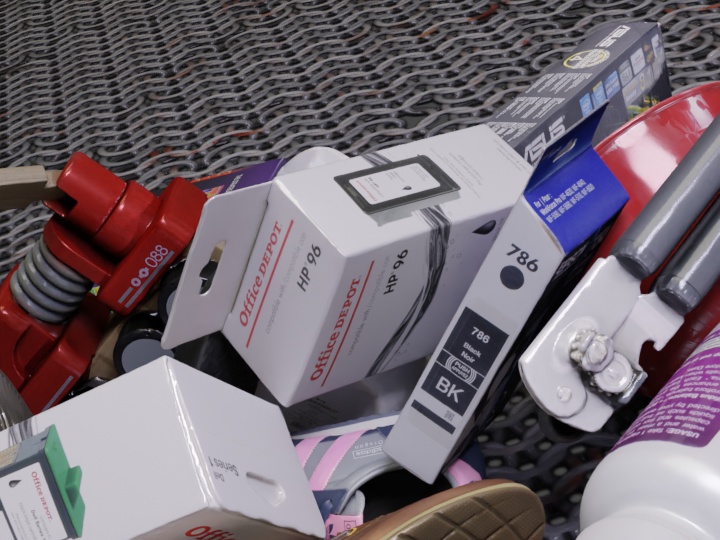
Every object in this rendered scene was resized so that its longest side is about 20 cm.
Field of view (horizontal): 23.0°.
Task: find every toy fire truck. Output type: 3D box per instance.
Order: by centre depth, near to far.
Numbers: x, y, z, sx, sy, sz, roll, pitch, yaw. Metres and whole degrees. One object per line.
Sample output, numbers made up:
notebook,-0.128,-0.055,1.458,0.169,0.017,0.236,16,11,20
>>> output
toy fire truck,-0.191,0.003,1.087,0.176,0.200,0.129,-47,16,27

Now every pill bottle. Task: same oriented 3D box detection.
pill bottle,0.174,0.108,0.845,0.112,0.112,0.200,4,31,38

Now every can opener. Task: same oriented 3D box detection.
can opener,0.148,-0.003,0.894,0.200,0.053,0.066,-51,7,-10

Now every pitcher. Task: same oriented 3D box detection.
pitcher,0.007,0.031,1.122,0.172,0.121,0.200,24,38,-10

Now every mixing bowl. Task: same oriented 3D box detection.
mixing bowl,0.193,0.002,1.005,0.200,0.200,0.108,-25,57,-18

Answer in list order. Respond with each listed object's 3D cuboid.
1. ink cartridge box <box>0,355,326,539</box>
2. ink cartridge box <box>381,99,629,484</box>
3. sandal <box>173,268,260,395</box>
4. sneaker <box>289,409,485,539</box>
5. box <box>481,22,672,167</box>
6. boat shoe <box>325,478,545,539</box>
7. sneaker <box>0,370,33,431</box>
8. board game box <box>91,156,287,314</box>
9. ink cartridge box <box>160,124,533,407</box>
ink cartridge box,-0.139,0.129,0.900,0.200,0.084,0.146,-25,-22,13
ink cartridge box,0.083,0.012,0.918,0.039,0.200,0.099,34,32,14
sandal,-0.102,0.080,1.023,0.048,0.200,0.075,33,11,37
sneaker,-0.028,0.131,0.975,0.200,0.070,0.082,-18,23,2
box,0.143,-0.049,1.140,0.049,0.161,0.200,4,31,38
boat shoe,0.000,0.157,0.899,0.200,0.072,0.068,-28,28,-18
sneaker,-0.229,0.123,1.004,0.106,0.200,0.075,-23,55,0
board game box,-0.143,-0.013,1.345,0.165,0.057,0.200,-15,19,14
ink cartridge box,0.000,0.000,0.961,0.200,0.116,0.068,-17,52,-38
